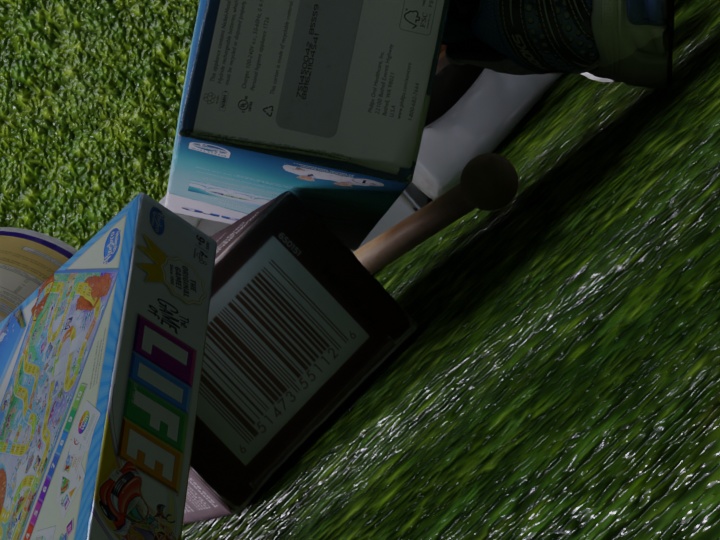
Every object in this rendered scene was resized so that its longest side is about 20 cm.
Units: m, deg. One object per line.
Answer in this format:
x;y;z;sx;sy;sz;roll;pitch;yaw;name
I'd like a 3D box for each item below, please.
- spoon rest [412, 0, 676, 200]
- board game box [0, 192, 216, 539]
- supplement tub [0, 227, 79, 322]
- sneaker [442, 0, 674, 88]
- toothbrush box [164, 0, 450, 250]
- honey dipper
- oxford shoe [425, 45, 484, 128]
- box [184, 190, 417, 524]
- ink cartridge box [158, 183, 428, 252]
0.082;-0.121;1.241;0.200;0.099;0.061;-54;-16;23;spoon rest
-0.107;0.084;0.911;0.134;0.034;0.200;-39;29;32;board game box
-0.202;0.070;1.464;0.145;0.145;0.200;-41;6;18;supplement tub
0.067;-0.110;1.097;0.085;0.077;0.200;1;4;-2;sneaker
-0.016;-0.096;1.055;0.200;0.085;0.147;127;155;-83;toothbrush box
0.000;0.000;1.171;0.200;0.038;0.038;-31;13;47;honey dipper
0.054;-0.118;1.355;0.200;0.071;0.071;-45;-24;-44;oxford shoe
-0.063;0.041;1.088;0.100;0.075;0.200;-46;8;-17;box
-0.044;-0.023;1.361;0.145;0.083;0.200;-42;6;10;ink cartridge box
